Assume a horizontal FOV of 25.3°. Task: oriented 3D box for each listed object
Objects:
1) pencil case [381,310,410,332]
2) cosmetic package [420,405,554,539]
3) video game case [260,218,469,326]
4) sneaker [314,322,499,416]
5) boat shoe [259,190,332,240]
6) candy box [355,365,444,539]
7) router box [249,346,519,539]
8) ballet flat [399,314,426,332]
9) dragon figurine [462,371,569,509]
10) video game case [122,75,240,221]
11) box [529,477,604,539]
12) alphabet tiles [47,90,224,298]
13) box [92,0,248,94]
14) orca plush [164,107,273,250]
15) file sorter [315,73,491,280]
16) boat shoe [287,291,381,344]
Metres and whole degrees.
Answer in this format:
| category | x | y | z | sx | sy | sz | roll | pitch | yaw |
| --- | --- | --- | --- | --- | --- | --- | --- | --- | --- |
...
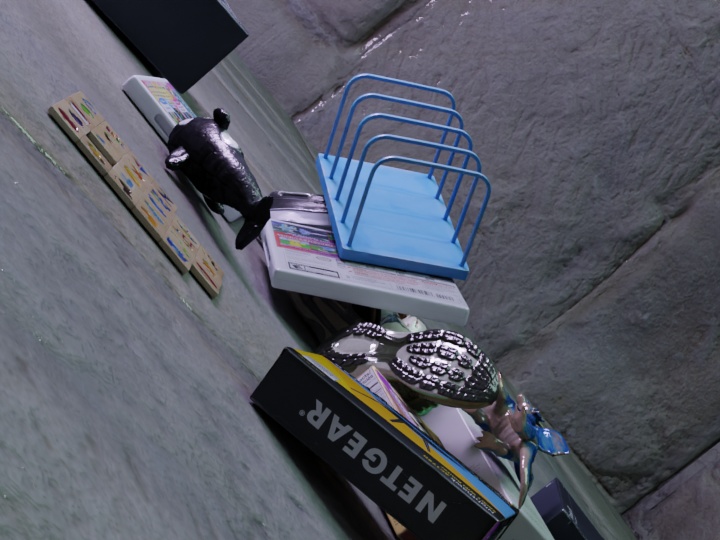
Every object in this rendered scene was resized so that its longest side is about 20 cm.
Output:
| category | x | y | z | sx | sy | sz | roll | pitch | yaw |
| --- | --- | --- | --- | --- | --- | --- | --- | --- | --- |
| pencil case | 0.019 | 0.075 | 1.742 | 0.200 | 0.077 | 0.090 | 56 | -6 | 40 |
| cosmetic package | 0.108 | 0.215 | 1.506 | 0.108 | 0.085 | 0.200 | 48 | 6 | -29 |
| video game case | 0.000 | 0.000 | 1.634 | 0.198 | 0.023 | 0.182 | 11 | 16 | -11 |
| sneaker | 0.053 | 0.106 | 1.503 | 0.199 | 0.077 | 0.089 | 11 | -42 | 40 |
| boat shoe | -0.013 | -0.055 | 1.776 | 0.074 | 0.198 | 0.068 | 72 | 26 | -50 |
| candy box | 0.051 | 0.183 | 1.387 | 0.117 | 0.056 | 0.200 | 48 | 7 | -34 |
| router box | 0.022 | 0.140 | 1.204 | 0.200 | 0.051 | 0.149 | 38 | 3 | 12 |
| ballet flat | 0.056 | 0.077 | 2.158 | 0.069 | 0.063 | 0.200 | 48 | 6 | -27 |
| dragon figurine | 0.150 | 0.160 | 1.471 | 0.099 | 0.059 | 0.200 | 42 | 8 | -30 |
| video game case | -0.180 | -0.135 | 1.757 | 0.182 | 0.024 | 0.200 | 51 | 6 | -3 |
| box | 0.215 | 0.323 | 1.604 | 0.183 | 0.104 | 0.200 | 53 | 5 | 3 |
| alphabet tiles | -0.180 | -0.064 | 1.329 | 0.200 | 0.008 | 0.167 | 51 | 5 | -9 |
| box | -0.263 | -0.357 | 2.003 | 0.200 | 0.123 | 0.199 | 46 | 6 | -32 |
| orca plush | -0.156 | -0.090 | 1.561 | 0.201 | 0.071 | 0.106 | 61 | -35 | 39 |
| file sorter | 0.045 | -0.103 | 1.683 | 0.138 | 0.123 | 0.200 | 9 | 31 | -16 |
| boat shoe | -0.012 | 0.051 | 1.649 | 0.075 | 0.073 | 0.200 | 47 | 7 | -46 |
